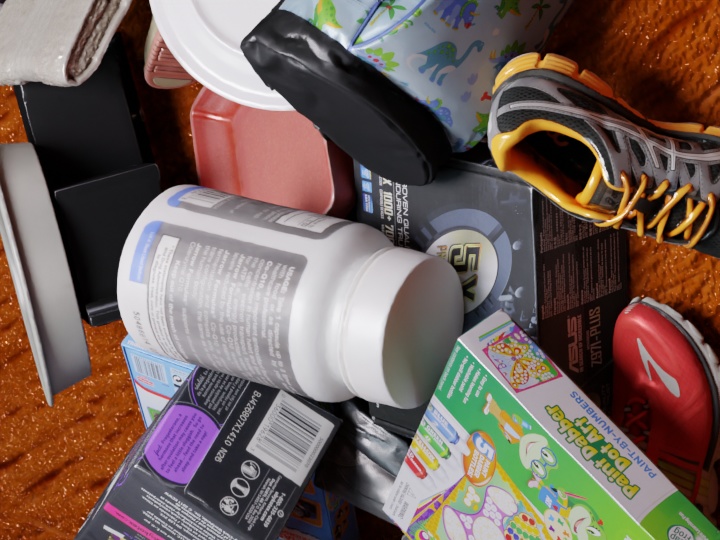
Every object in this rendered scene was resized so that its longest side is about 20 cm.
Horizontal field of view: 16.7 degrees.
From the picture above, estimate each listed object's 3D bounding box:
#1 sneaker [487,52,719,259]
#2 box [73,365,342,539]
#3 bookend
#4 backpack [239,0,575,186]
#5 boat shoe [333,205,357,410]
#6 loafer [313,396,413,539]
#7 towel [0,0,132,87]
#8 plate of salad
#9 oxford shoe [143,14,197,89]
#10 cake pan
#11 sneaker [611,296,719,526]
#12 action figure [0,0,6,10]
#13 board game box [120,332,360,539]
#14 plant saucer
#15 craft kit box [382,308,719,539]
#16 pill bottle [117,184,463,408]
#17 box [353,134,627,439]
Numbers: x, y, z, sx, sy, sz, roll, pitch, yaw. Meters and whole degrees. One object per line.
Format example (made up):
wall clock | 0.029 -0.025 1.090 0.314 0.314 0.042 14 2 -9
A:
sneaker | 0.159 -0.050 1.408 0.199 0.077 0.078 24 127 5
box | -0.112 0.154 1.664 0.106 0.122 0.200 35 146 -4
bookend | -0.185 -0.071 1.778 0.199 0.092 0.201 -169 64 -80
backpack | 0.049 -0.169 1.459 0.153 0.200 0.163 12 158 41
boat shoe | 0.000 0.000 1.672 0.071 0.064 0.201 14 115 47
loafer | 0.055 0.164 1.642 0.200 0.073 0.072 37 108 23
towel | -0.198 -0.218 1.754 0.132 0.034 0.201 5 66 53
plate of salad | -0.042 -0.200 1.595 0.199 0.048 0.201 -2 81 15
oxford shoe | -0.105 -0.214 1.719 0.200 0.071 0.074 -57 48 34
cake pan | -0.232 -0.003 1.757 0.200 0.037 0.201 166 90 -81
sneaker | 0.175 0.117 1.493 0.077 0.085 0.201 14 115 45
action figure | -0.313 -0.243 1.923 0.200 0.104 0.194 9 102 45
board game box | -0.082 0.128 1.750 0.151 0.037 0.200 17 142 22
plant saucer | -0.056 -0.080 1.678 0.200 0.037 0.200 -50 42 50
craft kit box | 0.113 0.154 1.486 0.197 0.048 0.200 43 145 18
pill bottle | -0.043 0.018 1.533 0.199 0.114 0.114 14 116 32
box | 0.084 0.014 1.560 0.163 0.086 0.201 16 117 45
